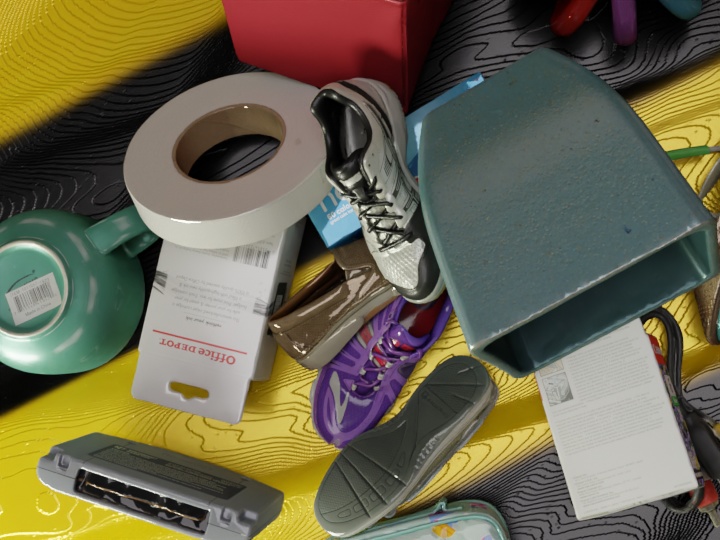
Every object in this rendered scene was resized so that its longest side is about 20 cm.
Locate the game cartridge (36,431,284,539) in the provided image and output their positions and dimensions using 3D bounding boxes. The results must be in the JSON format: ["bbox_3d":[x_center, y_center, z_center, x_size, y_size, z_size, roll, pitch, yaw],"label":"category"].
[{"bbox_3d":[-0.174,0.195,1.028,0.198,0.133,0.042,16,88,10],"label":"game cartridge"}]

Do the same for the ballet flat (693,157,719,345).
[{"bbox_3d":[0.324,-0.036,1.007,0.065,0.070,0.202,19,89,35],"label":"ballet flat"}]

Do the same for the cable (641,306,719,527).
[{"bbox_3d":[0.286,0.133,1.018,0.097,0.050,0.201,-35,69,22],"label":"cable"}]

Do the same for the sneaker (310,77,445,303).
[{"bbox_3d":[0.009,-0.064,0.953,0.075,0.087,0.202,-27,78,32],"label":"sneaker"}]

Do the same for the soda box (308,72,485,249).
[{"bbox_3d":[0.043,-0.097,1.048,0.199,0.064,0.068,-31,82,7],"label":"soda box"}]

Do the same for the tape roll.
[{"bbox_3d":[-0.113,-0.103,1.029,0.201,0.037,0.204,-8,46,8],"label":"tape roll"}]

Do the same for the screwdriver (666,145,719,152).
[{"bbox_3d":[0.261,-0.105,1.032,0.198,0.029,0.028,-5,86,9],"label":"screwdriver"}]

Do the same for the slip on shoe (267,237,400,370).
[{"bbox_3d":[0.000,0.000,1.028,0.200,0.076,0.061,-44,113,6],"label":"slip on shoe"}]

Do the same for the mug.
[{"bbox_3d":[-0.285,0.005,1.068,0.151,0.114,0.187,20,90,10],"label":"mug"}]

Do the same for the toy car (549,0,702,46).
[{"bbox_3d":[0.221,-0.272,0.999,0.198,0.175,0.151,6,122,9],"label":"toy car"}]

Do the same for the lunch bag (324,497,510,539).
[{"bbox_3d":[0.054,0.292,1.015,0.198,0.077,0.162,-16,83,8],"label":"lunch bag"}]

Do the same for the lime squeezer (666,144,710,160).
[{"bbox_3d":[0.217,-0.064,1.016,0.200,0.038,0.071,-42,98,8],"label":"lime squeezer"}]

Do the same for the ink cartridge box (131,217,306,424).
[{"bbox_3d":[-0.132,0.032,1.066,0.115,0.067,0.202,13,88,11],"label":"ink cartridge box"}]

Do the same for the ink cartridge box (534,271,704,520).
[{"bbox_3d":[0.216,0.106,1.000,0.108,0.050,0.202,-21,74,21],"label":"ink cartridge box"}]

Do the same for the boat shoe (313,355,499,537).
[{"bbox_3d":[0.044,0.164,1.022,0.202,0.065,0.074,-47,53,-3],"label":"boat shoe"}]

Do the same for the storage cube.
[{"bbox_3d":[-0.012,-0.272,0.989,0.198,0.180,0.172,19,71,10],"label":"storage cube"}]

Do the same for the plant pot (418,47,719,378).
[{"bbox_3d":[0.151,-0.055,0.916,0.195,0.196,0.201,-29,71,11],"label":"plant pot"}]

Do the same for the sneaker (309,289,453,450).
[{"bbox_3d":[0.021,0.071,1.025,0.080,0.083,0.201,32,92,-4],"label":"sneaker"}]
